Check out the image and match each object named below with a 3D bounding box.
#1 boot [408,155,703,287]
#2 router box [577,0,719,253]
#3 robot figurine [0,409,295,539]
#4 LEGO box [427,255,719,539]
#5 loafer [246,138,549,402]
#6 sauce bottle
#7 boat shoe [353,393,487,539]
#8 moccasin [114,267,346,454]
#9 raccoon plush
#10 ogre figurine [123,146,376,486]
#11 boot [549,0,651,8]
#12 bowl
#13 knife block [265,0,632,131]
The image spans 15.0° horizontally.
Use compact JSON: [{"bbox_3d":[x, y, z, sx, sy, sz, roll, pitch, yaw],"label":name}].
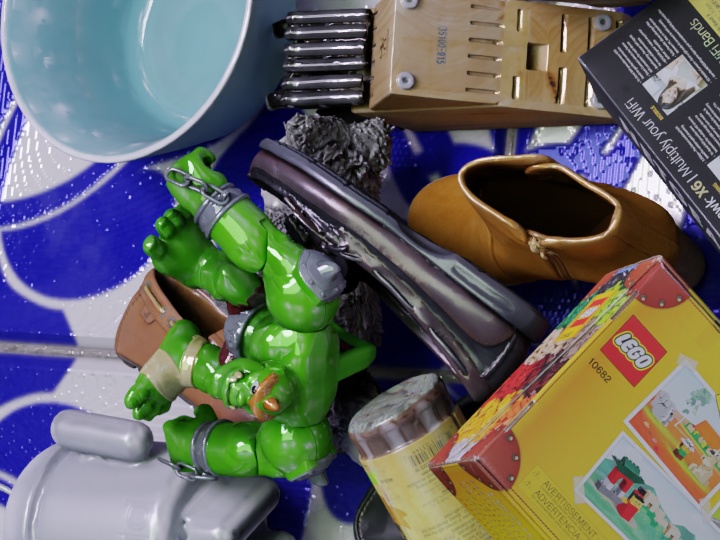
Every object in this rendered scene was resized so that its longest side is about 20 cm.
[{"bbox_3d":[0.085,-0.036,1.530,0.200,0.144,0.071,12,82,33],"label":"boot"},{"bbox_3d":[0.236,-0.082,1.468,0.157,0.052,0.200,-35,61,1],"label":"router box"},{"bbox_3d":[-0.137,0.160,1.680,0.199,0.113,0.170,0,116,35],"label":"robot figurine"},{"bbox_3d":[0.159,0.118,1.409,0.149,0.077,0.200,-44,96,-18],"label":"LEGO box"},{"bbox_3d":[0.010,-0.002,1.526,0.200,0.072,0.063,34,89,19],"label":"loafer"},{"bbox_3d":[0.063,0.157,1.527,0.065,0.065,0.201,-23,100,29],"label":"sauce bottle"},{"bbox_3d":[0.062,0.110,1.580,0.199,0.066,0.075,-29,68,28],"label":"boat shoe"},{"bbox_3d":[-0.068,0.055,1.681,0.201,0.073,0.078,31,109,44],"label":"moccasin"},{"bbox_3d":[0.000,0.000,1.606,0.200,0.097,0.134,47,126,28],"label":"raccoon plush"},{"bbox_3d":[-0.062,0.039,1.541,0.120,0.098,0.201,21,104,30],"label":"ogre figurine"},{"bbox_3d":[0.116,-0.224,1.551,0.201,0.070,0.145,-154,69,-70],"label":"boot"},{"bbox_3d":[-0.118,-0.158,1.725,0.200,0.105,0.202,-7,78,34],"label":"bowl"},{"bbox_3d":[0.048,-0.118,1.642,0.199,0.176,0.064,5,84,-10],"label":"knife block"}]
